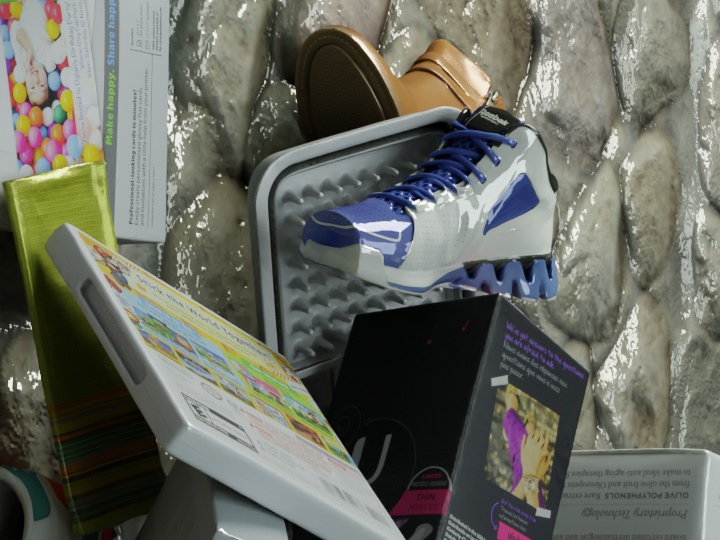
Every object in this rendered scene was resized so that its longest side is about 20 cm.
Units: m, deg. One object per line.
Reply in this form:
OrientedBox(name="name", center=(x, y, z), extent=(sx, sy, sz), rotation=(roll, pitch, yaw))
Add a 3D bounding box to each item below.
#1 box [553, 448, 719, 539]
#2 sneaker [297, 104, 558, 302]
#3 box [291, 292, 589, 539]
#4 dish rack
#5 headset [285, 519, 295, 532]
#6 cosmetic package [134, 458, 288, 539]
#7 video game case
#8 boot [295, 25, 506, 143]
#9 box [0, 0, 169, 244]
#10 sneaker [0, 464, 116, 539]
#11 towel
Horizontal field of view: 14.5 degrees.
OrientedBox(name="box", center=(0.200, 0.226, 1.997), extent=(0.199, 0.199, 0.173), rotation=(21, 69, -53))
OrientedBox(name="sneaker", center=(0.052, -0.047, 1.750), extent=(0.199, 0.080, 0.116), rotation=(3, 101, -44))
OrientedBox(name="box", center=(0.046, 0.129, 1.726), extent=(0.106, 0.122, 0.201), rotation=(40, 54, -38))
OrientedBox(name="dish rack", center=(0.000, 0.000, 1.798), extent=(0.171, 0.043, 0.201), rotation=(-17, 116, -30))
OrientedBox(name="headset", center=(-0.031, 0.177, 1.800), extent=(0.200, 0.093, 0.124), rotation=(46, 52, -63))
OrientedBox(name="cosmetic package", center=(-0.106, 0.200, 1.537), extent=(0.051, 0.151, 0.201), rotation=(25, 106, -12))
OrientedBox(name="video game case", center=(-0.072, 0.072, 1.550), extent=(0.023, 0.182, 0.200), rotation=(-46, 135, 11))
OrientedBox(name="boot", center=(0.037, -0.114, 1.894), extent=(0.200, 0.076, 0.156), rotation=(54, 39, -25))
OrientedBox(name="box", center=(-0.185, -0.099, 1.600), extent=(0.199, 0.041, 0.157), rotation=(7, 83, -54))
OrientedBox(name="sneaker", center=(-0.201, 0.200, 1.545), extent=(0.093, 0.070, 0.201), rotation=(38, 55, -40))
OrientedBox(name="towel", center=(-0.150, 0.042, 1.577), extent=(0.086, 0.018, 0.201), rotation=(-19, 99, -59))
